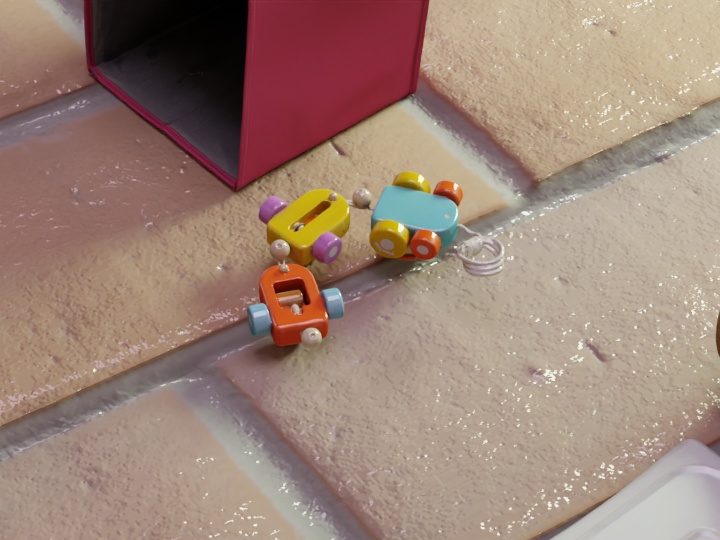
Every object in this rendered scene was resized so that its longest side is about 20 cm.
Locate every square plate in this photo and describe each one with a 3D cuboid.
[{"bbox_3d":[0.234,0.210,1.645,0.200,0.028,0.198,-31,55,-32],"label":"square plate"}]

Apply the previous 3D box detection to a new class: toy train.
[{"bbox_3d":[0.000,0.000,1.820,0.200,0.056,0.150,-15,49,-16],"label":"toy train"}]

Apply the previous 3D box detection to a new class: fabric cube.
[{"bbox_3d":[-0.082,-0.224,1.936,0.199,0.196,0.200,-31,55,-32],"label":"fabric cube"}]

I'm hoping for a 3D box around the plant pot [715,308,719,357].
[{"bbox_3d":[0.359,0.061,1.727,0.200,0.187,0.186,22,44,37],"label":"plant pot"}]
